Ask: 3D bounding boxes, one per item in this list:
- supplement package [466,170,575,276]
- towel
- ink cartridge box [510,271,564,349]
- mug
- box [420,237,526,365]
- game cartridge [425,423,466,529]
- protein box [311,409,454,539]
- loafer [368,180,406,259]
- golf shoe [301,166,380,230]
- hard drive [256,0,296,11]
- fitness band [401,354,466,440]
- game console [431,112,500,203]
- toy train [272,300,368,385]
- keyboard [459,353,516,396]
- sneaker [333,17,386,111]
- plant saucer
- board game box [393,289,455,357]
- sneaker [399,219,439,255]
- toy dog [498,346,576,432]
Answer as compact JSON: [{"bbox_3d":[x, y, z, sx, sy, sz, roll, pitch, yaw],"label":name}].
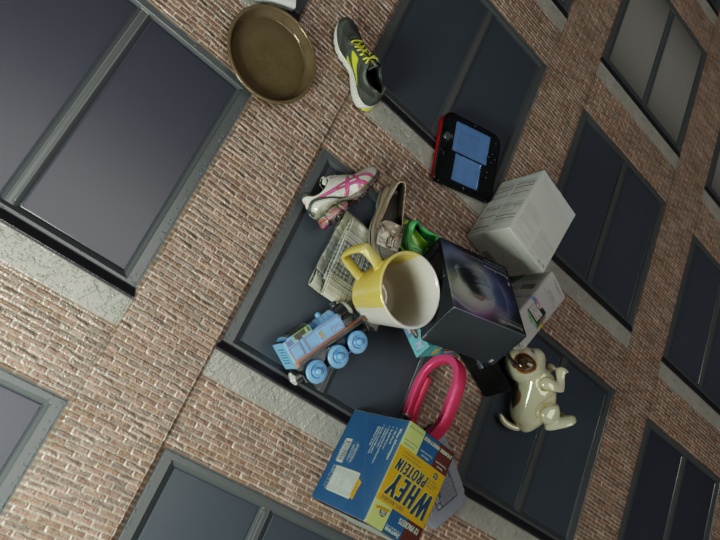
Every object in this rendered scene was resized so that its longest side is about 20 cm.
[{"bbox_3d":[0.399,-0.112,1.542,0.152,0.150,0.201,47,63,-20],"label":"supplement package"},{"bbox_3d":[0.000,0.000,1.335,0.199,0.034,0.195,35,68,-26],"label":"towel"},{"bbox_3d":[0.378,0.096,1.511,0.200,0.144,0.085,-42,109,-29],"label":"ink cartridge box"},{"bbox_3d":[0.054,0.029,1.260,0.148,0.152,0.190,-16,91,-33],"label":"mug"},{"bbox_3d":[0.228,0.066,1.326,0.198,0.123,0.200,21,42,-25],"label":"box"},{"bbox_3d":[0.160,0.465,1.397,0.132,0.041,0.203,-25,99,-36],"label":"game cartridge"},{"bbox_3d":[0.042,0.404,1.225,0.135,0.199,0.200,39,66,-24],"label":"protein box"},{"bbox_3d":[0.063,-0.106,1.347,0.071,0.063,0.203,21,61,-25],"label":"loafer"},{"bbox_3d":[-0.037,-0.175,1.303,0.092,0.073,0.200,48,56,1],"label":"golf shoe"},{"bbox_3d":[-0.222,-0.615,1.249,0.197,0.026,0.134,2,84,-33],"label":"hard drive"},{"bbox_3d":[0.159,0.277,1.349,0.037,0.143,0.202,33,69,-24],"label":"fitness band"},{"bbox_3d":[0.264,-0.280,1.541,0.198,0.031,0.180,17,76,-31],"label":"game console"},{"bbox_3d":[-0.073,0.142,1.239,0.199,0.086,0.115,-33,98,-27],"label":"toy train"},{"bbox_3d":[0.305,0.207,1.473,0.202,0.126,0.021,58,33,-15],"label":"keyboard"},{"bbox_3d":[0.008,-0.457,1.353,0.074,0.084,0.203,-25,100,-33],"label":"sneaker"},{"bbox_3d":[-0.181,-0.434,1.258,0.197,0.029,0.204,4,83,-34],"label":"plant saucer"},{"bbox_3d":[0.174,0.110,1.376,0.198,0.047,0.152,2,52,-41],"label":"board game box"},{"bbox_3d":[0.152,-0.034,1.410,0.200,0.083,0.074,48,62,-21],"label":"sneaker"},{"bbox_3d":[0.421,0.284,1.547,0.191,0.140,0.203,-15,96,3],"label":"toy dog"}]
